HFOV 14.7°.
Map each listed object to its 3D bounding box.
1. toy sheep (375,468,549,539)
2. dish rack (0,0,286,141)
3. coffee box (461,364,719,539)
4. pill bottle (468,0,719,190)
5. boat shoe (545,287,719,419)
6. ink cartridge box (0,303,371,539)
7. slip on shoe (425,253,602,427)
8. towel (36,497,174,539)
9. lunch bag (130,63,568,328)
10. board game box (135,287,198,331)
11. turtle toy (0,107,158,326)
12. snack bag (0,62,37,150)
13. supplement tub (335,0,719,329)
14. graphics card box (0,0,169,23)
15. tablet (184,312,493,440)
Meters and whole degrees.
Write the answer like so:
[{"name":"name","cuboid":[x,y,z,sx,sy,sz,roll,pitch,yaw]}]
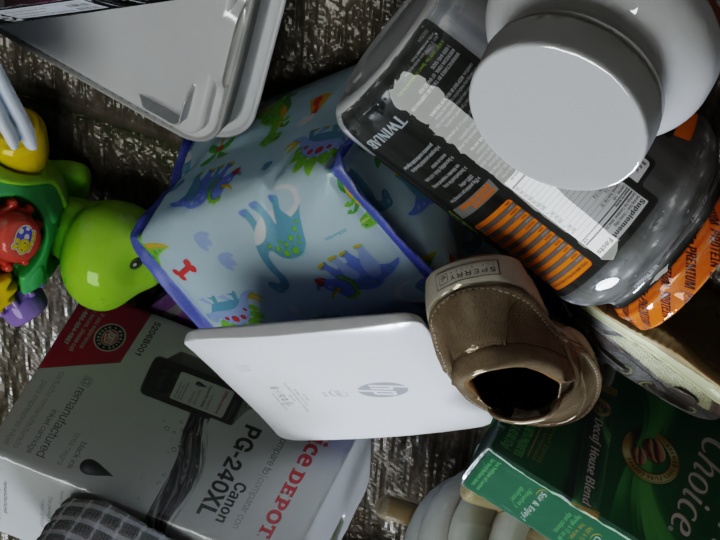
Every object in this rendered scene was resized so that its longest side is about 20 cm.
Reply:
[{"name":"toy sheep","cuboid":[0.082,0.178,1.700,0.138,0.138,0.200,46,152,-19]},{"name":"dish rack","cuboid":[-0.137,-0.164,1.504,0.200,0.044,0.172,29,132,13]},{"name":"coffee box","cuboid":[0.168,0.123,1.595,0.200,0.123,0.044,33,137,-1]},{"name":"pill bottle","cuboid":[0.124,-0.132,1.289,0.112,0.200,0.112,17,139,16]},{"name":"boat shoe","cuboid":[0.141,0.022,1.541,0.200,0.073,0.065,38,137,-12]},{"name":"ink cartridge box","cuboid":[-0.106,0.116,1.692,0.200,0.145,0.083,20,140,11]},{"name":"slip on shoe","cuboid":[0.084,0.055,1.467,0.076,0.061,0.200,-14,155,8]},{"name":"towel","cuboid":[-0.120,0.237,1.586,0.200,0.166,0.086,28,136,0]},{"name":"lunch bag","cuboid":[0.000,0.000,1.565,0.170,0.128,0.200,-16,126,40]},{"name":"board game box","cuboid":[-0.078,0.050,1.739,0.120,0.032,0.200,44,139,-12]},{"name":"turtle toy","cuboid":[-0.216,-0.020,1.671,0.199,0.101,0.146,-4,149,-4]},{"name":"snack bag","cuboid":[-0.243,-0.174,1.514,0.200,0.021,0.189,50,167,56]},{"name":"supplement tub","cuboid":[0.097,-0.066,1.438,0.200,0.123,0.123,37,140,-9]},{"name":"graphics card box","cuboid":[-0.111,-0.198,1.407,0.200,0.051,0.126,-4,88,23]},{"name":"tablet","cuboid":[-0.008,0.062,1.542,0.130,0.014,0.200,-5,161,13]}]
